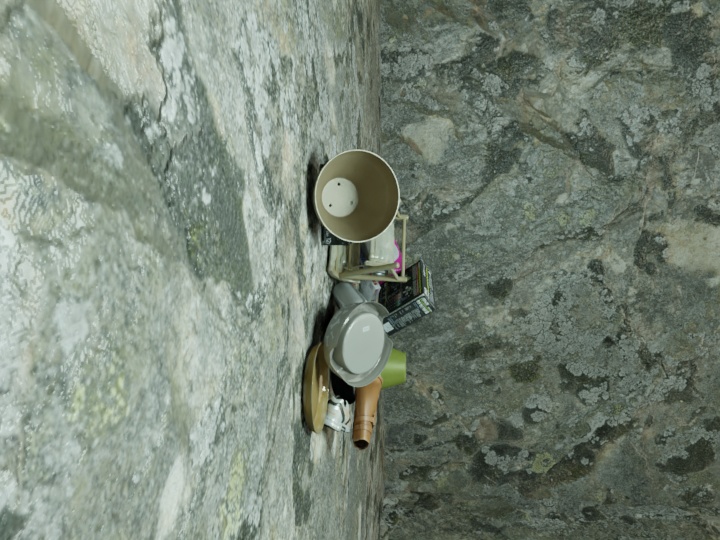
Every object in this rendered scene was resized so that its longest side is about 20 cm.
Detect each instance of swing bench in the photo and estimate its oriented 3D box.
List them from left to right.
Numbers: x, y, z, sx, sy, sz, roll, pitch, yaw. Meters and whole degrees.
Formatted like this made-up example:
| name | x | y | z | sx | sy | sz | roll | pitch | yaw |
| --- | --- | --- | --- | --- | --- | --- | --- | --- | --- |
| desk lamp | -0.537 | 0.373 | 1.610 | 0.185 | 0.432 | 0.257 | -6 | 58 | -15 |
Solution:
| name | x | y | z | sx | sy | sz | roll | pitch | yaw |
| --- | --- | --- | --- | --- | --- | --- | --- | --- | --- |
| swing bench | 0.022 | -0.076 | 1.437 | 0.130 | 0.198 | 0.201 | 51 | 39 | -65 |

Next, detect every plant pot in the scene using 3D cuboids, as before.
| name | x | y | z | sx | sy | sz | roll | pitch | yaw |
| --- | --- | --- | --- | --- | --- | --- | --- | --- | --- |
| plant pot | -0.100 | 0.261 | 1.186 | 0.200 | 0.027 | 0.202 | 0 | 90 | -83 |
| plant pot | -0.027 | -0.168 | 1.221 | 0.134 | 0.199 | 0.202 | -165 | -107 | -69 |
| plant pot | 0.051 | 0.318 | 1.753 | 0.187 | 0.198 | 0.189 | 0 | 90 | -84 |

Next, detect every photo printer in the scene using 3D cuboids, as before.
| name | x | y | z | sx | sy | sz | roll | pitch | yaw |
| --- | --- | --- | --- | --- | --- | --- | --- | --- | --- |
| photo printer | -0.003 | 0.132 | 1.420 | 0.167 | 0.069 | 0.200 | 69 | -9 | -21 |

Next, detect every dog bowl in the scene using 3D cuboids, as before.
| name | x | y | z | sx | sy | sz | roll | pitch | yaw |
| --- | --- | --- | --- | --- | --- | --- | --- | --- | --- |
| dog bowl | -0.006 | 0.168 | 1.248 | 0.199 | 0.058 | 0.202 | -11 | 105 | -47 |

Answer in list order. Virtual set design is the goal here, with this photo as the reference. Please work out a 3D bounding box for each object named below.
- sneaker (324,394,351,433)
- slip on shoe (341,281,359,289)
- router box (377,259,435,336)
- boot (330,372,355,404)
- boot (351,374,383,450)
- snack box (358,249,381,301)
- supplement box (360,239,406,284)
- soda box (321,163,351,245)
| name | x | y | z | sx | sy | sz | roll | pitch | yaw |
| --- | --- | --- | --- | --- | --- | --- | --- | --- | --- |
| sneaker | -0.051 | 0.363 | 1.343 | 0.200 | 0.073 | 0.080 | 73 | 37 | -72 |
| slip on shoe | -0.043 | -0.004 | 1.533 | 0.074 | 0.061 | 0.202 | 12 | -75 | 57 |
| router box | 0.124 | 0.071 | 1.446 | 0.062 | 0.149 | 0.200 | 50 | 21 | -20 |
| boot | -0.049 | 0.244 | 1.403 | 0.168 | 0.076 | 0.202 | 83 | 2 | -70 |
| boot | 0.013 | 0.359 | 1.364 | 0.201 | 0.073 | 0.155 | 82 | 16 | -49 |
| snack box | 0.000 | 0.000 | 1.543 | 0.201 | 0.024 | 0.072 | 63 | -35 | 34 |
| supplement box | 0.046 | -0.061 | 1.581 | 0.104 | 0.100 | 0.201 | 120 | -45 | -57 |
| soda box | -0.058 | -0.164 | 1.326 | 0.063 | 0.070 | 0.202 | -52 | 142 | -81 |
